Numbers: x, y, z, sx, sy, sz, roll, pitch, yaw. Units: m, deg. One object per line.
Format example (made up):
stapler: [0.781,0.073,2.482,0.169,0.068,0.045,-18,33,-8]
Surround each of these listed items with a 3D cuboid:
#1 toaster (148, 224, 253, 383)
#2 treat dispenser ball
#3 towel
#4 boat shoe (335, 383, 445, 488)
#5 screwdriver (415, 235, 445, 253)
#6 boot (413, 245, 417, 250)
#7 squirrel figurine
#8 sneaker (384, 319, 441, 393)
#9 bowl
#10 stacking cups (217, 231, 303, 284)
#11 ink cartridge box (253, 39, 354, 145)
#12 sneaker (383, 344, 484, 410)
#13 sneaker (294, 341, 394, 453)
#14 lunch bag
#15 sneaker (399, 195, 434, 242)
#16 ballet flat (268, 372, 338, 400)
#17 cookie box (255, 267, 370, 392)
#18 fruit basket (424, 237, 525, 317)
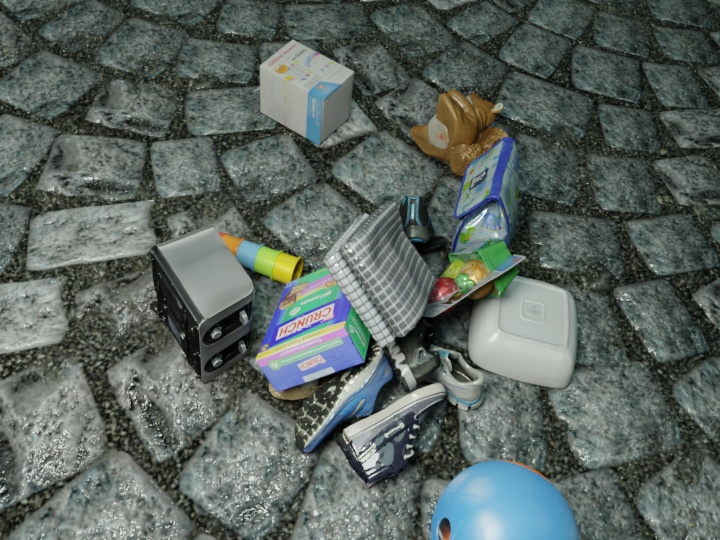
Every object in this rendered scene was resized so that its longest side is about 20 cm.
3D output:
toaster: [-0.259,0.049,1.094,0.117,0.183,0.201,-25,60,-29]
treat dispenser ball: [0.191,0.360,0.899,0.195,0.203,0.205,4,51,-5]
towel: [0.040,-0.003,1.044,0.167,0.085,0.200,53,29,-9]
boat shoe: [0.065,0.259,1.052,0.196,0.075,0.094,-25,66,-16]
screwdriver: [0.079,-0.031,1.303,0.195,0.029,0.028,-19,57,-17]
boot: [0.000,0.000,1.196,0.194,0.132,0.069,-7,52,-13]
squirrel figurine: [0.246,-0.305,1.488,0.184,0.142,0.202,-26,73,-37]
sneaker: [0.074,0.102,1.105,0.089,0.067,0.202,-26,47,-1]
bowl: [0.298,0.093,1.205,0.194,0.076,0.203,14,51,5]
stacking cups: [-0.205,-0.024,1.241,0.195,0.061,0.061,17,51,12]
ink cartridge box: [-0.131,-0.401,1.492,0.197,0.127,0.129,31,54,15]
sneaker: [0.124,0.150,1.127,0.196,0.088,0.076,26,55,15]
sneaker: [-0.020,0.213,1.052,0.200,0.090,0.078,-44,28,-7]
lunch bag: [0.247,-0.126,1.285,0.124,0.202,0.173,17,52,5]
sneaker: [0.106,-0.097,1.260,0.071,0.200,0.085,0,95,2]
ballet flat: [-0.055,0.161,1.105,0.195,0.066,0.072,-11,55,-16]
cookie box: [-0.061,0.079,1.080,0.168,0.076,0.202,-21,29,23]
fruit basket: [0.165,0.020,1.167,0.196,0.185,0.096,-25,96,-15]
